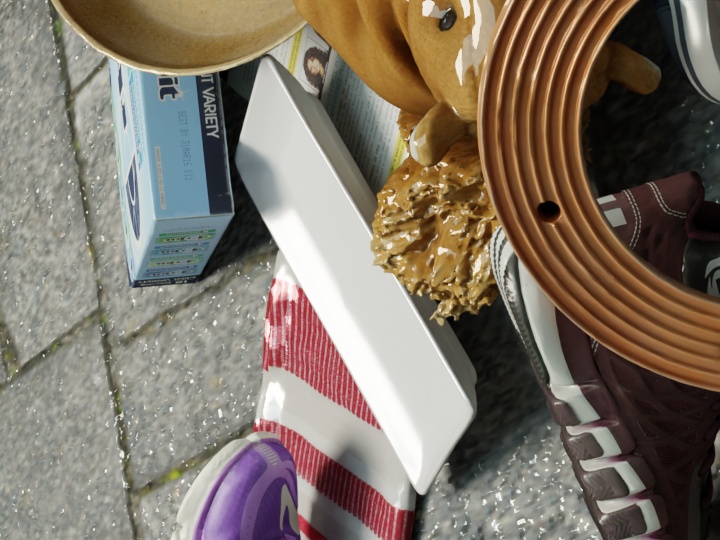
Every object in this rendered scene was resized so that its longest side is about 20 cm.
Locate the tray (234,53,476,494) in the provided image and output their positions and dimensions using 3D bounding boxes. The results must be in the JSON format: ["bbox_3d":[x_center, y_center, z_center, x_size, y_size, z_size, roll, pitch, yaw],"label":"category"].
[{"bbox_3d":[0.000,0.000,0.934,0.200,0.022,0.107,60,158,18],"label":"tray"}]

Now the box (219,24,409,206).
[{"bbox_3d":[-0.005,-0.102,0.979,0.200,0.049,0.083,42,125,49],"label":"box"}]

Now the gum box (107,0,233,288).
[{"bbox_3d":[-0.108,-0.091,1.082,0.200,0.044,0.171,134,130,-77],"label":"gum box"}]

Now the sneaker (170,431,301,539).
[{"bbox_3d":[-0.042,0.180,0.999,0.083,0.081,0.201,8,104,39],"label":"sneaker"}]

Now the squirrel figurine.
[{"bbox_3d":[0.053,-0.082,0.782,0.187,0.141,0.201,-119,15,-61],"label":"squirrel figurine"}]

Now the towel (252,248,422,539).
[{"bbox_3d":[-0.016,0.097,1.024,0.144,0.023,0.201,27,113,53],"label":"towel"}]

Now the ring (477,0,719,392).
[{"bbox_3d":[0.139,-0.048,0.662,0.019,0.200,0.201,-70,1,-61],"label":"ring"}]

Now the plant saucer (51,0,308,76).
[{"bbox_3d":[-0.068,-0.188,0.950,0.200,0.035,0.201,-4,81,25],"label":"plant saucer"}]

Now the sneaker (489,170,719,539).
[{"bbox_3d":[0.134,0.053,0.749,0.076,0.115,0.200,-109,-4,-67],"label":"sneaker"}]

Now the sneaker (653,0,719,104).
[{"bbox_3d":[0.127,-0.154,0.748,0.079,0.078,0.201,-11,70,48],"label":"sneaker"}]
